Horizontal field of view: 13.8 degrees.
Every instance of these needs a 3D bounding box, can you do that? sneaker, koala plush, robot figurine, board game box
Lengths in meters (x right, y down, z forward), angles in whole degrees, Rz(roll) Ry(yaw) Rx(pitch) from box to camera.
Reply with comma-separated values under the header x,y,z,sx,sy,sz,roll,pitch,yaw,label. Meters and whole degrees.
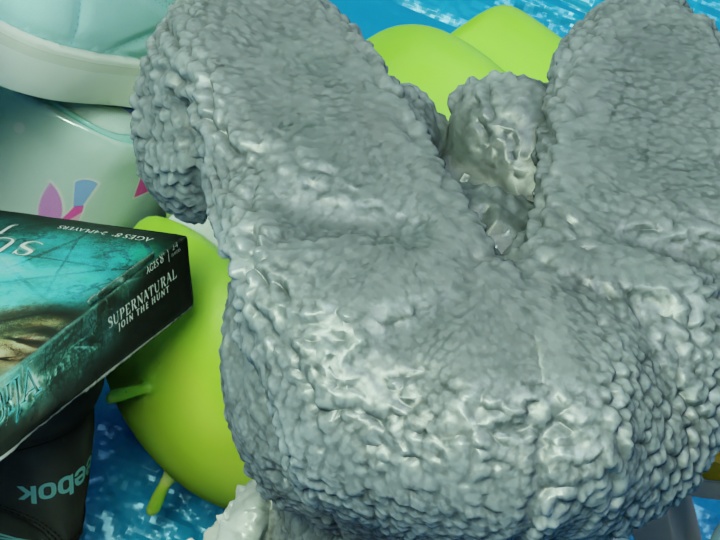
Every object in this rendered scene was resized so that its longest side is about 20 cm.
x,y,z,sx,sy,sz,roll,pitch,yaw,label
-0.158,0.038,0.947,0.075,0.080,0.200,-29,36,-35,sneaker
0.020,0.048,0.836,0.176,0.201,0.184,2,45,-11,koala plush
-0.060,-0.099,0.949,0.074,0.082,0.200,42,21,16,sneaker
0.000,0.000,0.967,0.200,0.176,0.116,-39,59,-18,robot figurine
-0.168,0.014,0.871,0.199,0.028,0.135,7,26,25,board game box

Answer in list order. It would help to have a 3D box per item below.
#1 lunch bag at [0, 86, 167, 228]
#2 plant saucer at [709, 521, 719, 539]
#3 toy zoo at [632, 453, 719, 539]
x,y,z,sx,sy,sz,roll,pitch,yaw,label
-0.143,-0.075,1.006,0.200,0.077,0.160,33,20,11,lunch bag
0.184,0.092,0.807,0.199,0.036,0.201,-23,37,18,plant saucer
0.151,0.067,0.955,0.199,0.132,0.020,7,44,29,toy zoo
